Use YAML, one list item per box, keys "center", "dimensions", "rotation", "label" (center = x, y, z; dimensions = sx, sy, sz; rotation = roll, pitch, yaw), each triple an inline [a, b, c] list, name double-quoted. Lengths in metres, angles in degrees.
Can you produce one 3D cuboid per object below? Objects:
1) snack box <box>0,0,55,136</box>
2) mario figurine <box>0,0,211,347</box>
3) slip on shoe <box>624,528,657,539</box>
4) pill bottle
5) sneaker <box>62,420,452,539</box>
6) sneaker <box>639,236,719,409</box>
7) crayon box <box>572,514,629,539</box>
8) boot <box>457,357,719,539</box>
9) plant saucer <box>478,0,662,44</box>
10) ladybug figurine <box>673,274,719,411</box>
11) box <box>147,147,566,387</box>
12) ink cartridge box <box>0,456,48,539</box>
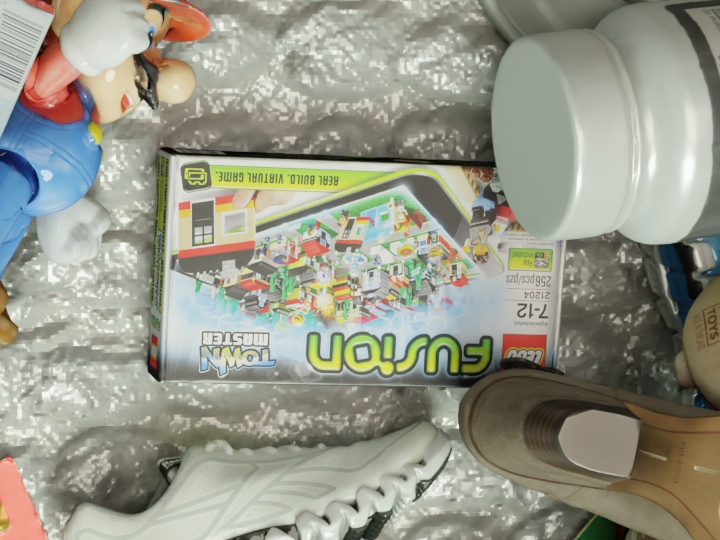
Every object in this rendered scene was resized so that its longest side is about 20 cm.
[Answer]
- center: [-0.227, -0.047, 1.115]
  dimensions: [0.053, 0.142, 0.201]
  rotation: [24, 90, -45]
  label: "snack box"
- center: [-0.122, -0.059, 1.152]
  dimensions: [0.106, 0.123, 0.201]
  rotation: [34, 76, -30]
  label: "mario figurine"
- center: [0.206, 0.182, 1.216]
  dimensions: [0.076, 0.061, 0.200]
  rotation: [-28, 68, -25]
  label: "slip on shoe"
- center: [0.170, -0.073, 1.208]
  dimensions: [0.199, 0.113, 0.114]
  rotation: [-8, 99, -20]
  label: "pill bottle"
- center: [-0.048, 0.111, 1.225]
  dimensions: [0.199, 0.075, 0.081]
  rotation: [-24, 75, -19]
  label: "sneaker"
- center: [0.204, 0.048, 1.285]
  dimensions: [0.086, 0.075, 0.201]
  rotation: [-15, 101, -19]
  label: "sneaker"
- center: [0.167, 0.220, 1.306]
  dimensions: [0.200, 0.051, 0.127]
  rotation: [43, 86, -16]
  label: "crayon box"
- center: [0.142, 0.094, 1.203]
  dimensions: [0.199, 0.146, 0.071]
  rotation: [25, 85, -10]
  label: "boot"
- center: [0.146, -0.181, 1.249]
  dimensions: [0.199, 0.050, 0.201]
  rotation: [-2, 97, -15]
  label: "plant saucer"
- center: [0.246, 0.038, 1.204]
  dimensions: [0.199, 0.136, 0.072]
  rotation: [-7, 133, 7]
  label: "ladybug figurine"
- center: [0.000, 0.000, 1.240]
  dimensions: [0.199, 0.035, 0.111]
  rotation: [1, 97, -15]
  label: "box"
- center: [-0.193, 0.213, 1.209]
  dimensions: [0.160, 0.050, 0.201]
  rotation: [-24, 105, -11]
  label: "ink cartridge box"
